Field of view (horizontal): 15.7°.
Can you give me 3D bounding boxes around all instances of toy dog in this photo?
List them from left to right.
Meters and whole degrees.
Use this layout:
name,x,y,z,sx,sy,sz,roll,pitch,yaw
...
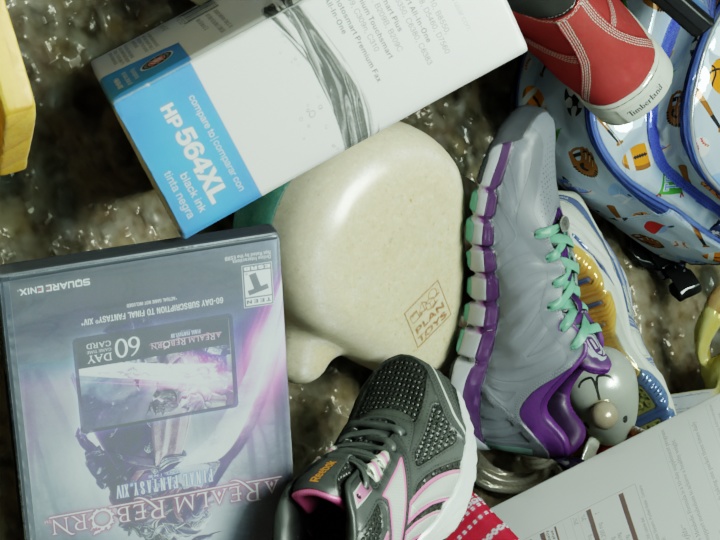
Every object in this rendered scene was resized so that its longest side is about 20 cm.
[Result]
name,x,y,z,sx,sy,sz,roll,pitch,yaw
toy dog,0.159,0.149,1.501,0.200,0.132,0.096,45,20,-24

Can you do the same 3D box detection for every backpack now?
name,x,y,z,sx,sy,sz,roll,pitch,yaw
backpack,0.191,-0.105,1.546,0.190,0.154,0.200,24,74,-28

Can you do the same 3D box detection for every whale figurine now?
name,x,y,z,sx,sy,sz,roll,pitch,yaw
whale figurine,0.000,0.000,1.446,0.159,0.104,0.200,-46,136,-19

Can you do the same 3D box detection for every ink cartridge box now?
name,x,y,z,sx,sy,sz,roll,pitch,yaw
ink cartridge box,-0.029,-0.110,1.342,0.200,0.146,0.084,-28,105,-2

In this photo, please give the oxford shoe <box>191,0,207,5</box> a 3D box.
name,x,y,z,sx,sy,sz,roll,pitch,yaw
oxford shoe,-0.147,-0.207,1.346,0.200,0.071,0.074,30,104,-4

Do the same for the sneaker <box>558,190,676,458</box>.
name,x,y,z,sx,sy,sz,roll,pitch,yaw
sneaker,0.145,0.042,1.547,0.088,0.075,0.200,-73,149,-55

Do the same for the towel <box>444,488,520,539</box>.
name,x,y,z,sx,sy,sz,roll,pitch,yaw
towel,0.055,0.214,1.329,0.145,0.200,0.022,-41,144,-4

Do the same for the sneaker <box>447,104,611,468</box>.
name,x,y,z,sx,sy,sz,roll,pitch,yaw
sneaker,0.105,0.010,1.434,0.074,0.087,0.200,-31,132,-59

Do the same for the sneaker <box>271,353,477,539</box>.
name,x,y,z,sx,sy,sz,roll,pitch,yaw
sneaker,0.001,0.120,1.345,0.086,0.080,0.200,58,37,-43

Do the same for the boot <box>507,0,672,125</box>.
name,x,y,z,sx,sy,sz,roll,pitch,yaw
boot,0.080,-0.176,1.439,0.072,0.200,0.144,-45,131,3

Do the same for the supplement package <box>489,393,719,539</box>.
name,x,y,z,sx,sy,sz,roll,pitch,yaw
supplement package,0.144,0.173,1.399,0.114,0.200,0.110,48,20,-44

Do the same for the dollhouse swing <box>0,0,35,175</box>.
name,x,y,z,sx,sy,sz,roll,pitch,yaw
dollhouse swing,-0.249,-0.094,1.179,0.200,0.176,0.182,-18,97,-18

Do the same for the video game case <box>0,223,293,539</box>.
name,x,y,z,sx,sy,sz,roll,pitch,yaw
video game case,-0.106,0.081,1.324,0.143,0.019,0.200,-9,114,-14

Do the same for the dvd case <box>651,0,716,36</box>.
name,x,y,z,sx,sy,sz,roll,pitch,yaw
dvd case,0.128,-0.234,1.440,0.200,0.018,0.143,37,42,-23

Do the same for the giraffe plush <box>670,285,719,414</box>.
name,x,y,z,sx,sy,sz,roll,pitch,yaw
giraffe plush,0.292,0.098,1.603,0.162,0.200,0.173,15,85,-56
